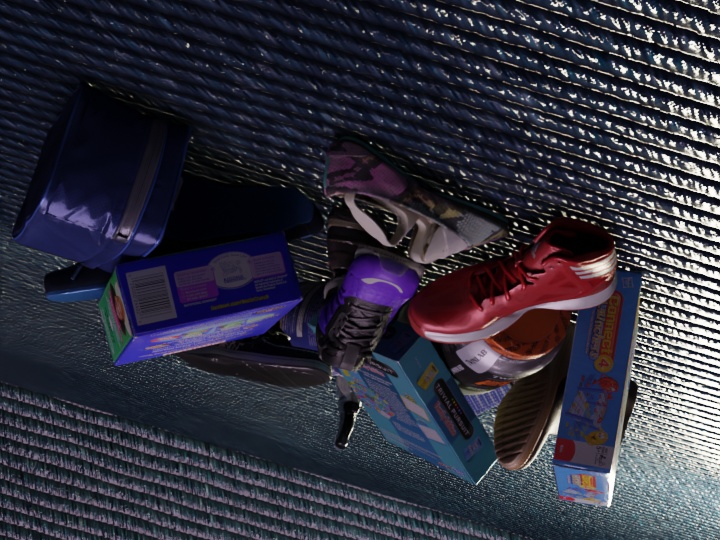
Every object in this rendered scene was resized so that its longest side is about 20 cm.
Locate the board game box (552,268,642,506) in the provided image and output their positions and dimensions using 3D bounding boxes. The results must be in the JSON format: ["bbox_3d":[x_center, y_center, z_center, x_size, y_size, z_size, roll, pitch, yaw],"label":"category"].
[{"bbox_3d":[0.238,0.120,1.435,0.056,0.201,0.196,9,164,12],"label":"board game box"}]

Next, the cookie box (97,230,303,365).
[{"bbox_3d":[-0.165,0.031,1.430,0.170,0.076,0.200,-12,171,-18],"label":"cookie box"}]

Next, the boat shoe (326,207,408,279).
[{"bbox_3d":[0.000,0.000,1.498,0.074,0.074,0.200,11,164,20],"label":"boat shoe"}]

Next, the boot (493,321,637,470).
[{"bbox_3d":[0.234,0.162,1.573,0.072,0.201,0.166,-13,134,47],"label":"boot"}]

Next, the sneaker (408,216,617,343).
[{"bbox_3d":[0.136,-0.002,1.300,0.199,0.079,0.116,-17,151,-3],"label":"sneaker"}]

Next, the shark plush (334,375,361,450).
[{"bbox_3d":[0.005,0.138,1.788,0.090,0.201,0.084,-1,137,-2],"label":"shark plush"}]

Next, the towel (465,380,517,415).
[{"bbox_3d":[0.120,0.097,1.674,0.145,0.024,0.200,59,163,4],"label":"towel"}]

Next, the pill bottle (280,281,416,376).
[{"bbox_3d":[-0.003,0.069,1.672,0.199,0.112,0.112,1,158,46],"label":"pill bottle"}]

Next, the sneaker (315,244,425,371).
[{"bbox_3d":[0.003,0.046,1.370,0.069,0.100,0.200,21,160,-8],"label":"sneaker"}]

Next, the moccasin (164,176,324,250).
[{"bbox_3d":[-0.130,-0.047,1.460,0.199,0.081,0.068,9,168,28],"label":"moccasin"}]

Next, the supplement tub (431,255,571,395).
[{"bbox_3d":[0.135,0.056,1.462,0.122,0.123,0.200,18,165,-8],"label":"supplement tub"}]

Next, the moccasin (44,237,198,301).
[{"bbox_3d":[-0.242,-0.017,1.537,0.199,0.069,0.080,-14,174,-6],"label":"moccasin"}]

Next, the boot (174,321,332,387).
[{"bbox_3d":[-0.105,0.045,1.614,0.203,0.155,0.073,6,157,32],"label":"boot"}]

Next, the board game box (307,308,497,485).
[{"bbox_3d":[0.047,0.127,1.527,0.151,0.047,0.200,20,149,48],"label":"board game box"}]

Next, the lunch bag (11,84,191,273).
[{"bbox_3d":[-0.241,-0.075,1.364,0.132,0.137,0.200,21,164,-17],"label":"lunch bag"}]

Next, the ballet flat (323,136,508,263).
[{"bbox_3d":[0.045,-0.050,1.283,0.199,0.072,0.069,25,167,-31],"label":"ballet flat"}]
